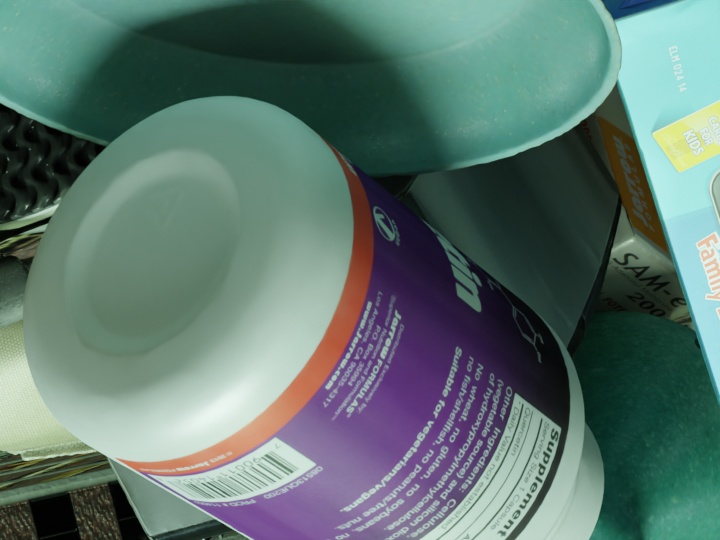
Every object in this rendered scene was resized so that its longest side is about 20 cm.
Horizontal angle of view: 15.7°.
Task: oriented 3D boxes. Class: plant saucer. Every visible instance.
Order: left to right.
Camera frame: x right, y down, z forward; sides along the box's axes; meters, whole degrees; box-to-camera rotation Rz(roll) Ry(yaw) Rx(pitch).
[{"bbox_3d":[-0.025,-0.079,0.741,0.199,0.036,0.200,4,161,1],"label":"plant saucer"}]

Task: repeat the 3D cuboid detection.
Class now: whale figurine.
[{"bbox_3d":[0.103,0.076,1.025,0.104,0.159,0.200,-54,172,14],"label":"whale figurine"}]

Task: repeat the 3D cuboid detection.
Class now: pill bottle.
[{"bbox_3d":[-0.005,0.036,0.813,0.112,0.113,0.200,-18,146,28],"label":"pill bottle"}]

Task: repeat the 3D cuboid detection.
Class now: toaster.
[{"bbox_3d":[0.000,0.000,1.004,0.199,0.119,0.181,-17,-153,30],"label":"toaster"}]

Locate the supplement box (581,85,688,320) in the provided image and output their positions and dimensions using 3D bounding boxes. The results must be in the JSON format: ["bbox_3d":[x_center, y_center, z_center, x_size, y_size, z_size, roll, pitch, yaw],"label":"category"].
[{"bbox_3d":[0.040,-0.005,1.145,0.199,0.126,0.073,-29,143,23],"label":"supplement box"}]

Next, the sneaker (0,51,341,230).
[{"bbox_3d":[-0.070,-0.058,0.892,0.199,0.071,0.093,-20,166,20],"label":"sneaker"}]

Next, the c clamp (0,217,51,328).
[{"bbox_3d":[-0.078,-0.016,0.895,0.199,0.027,0.171,-25,-161,-28],"label":"c clamp"}]

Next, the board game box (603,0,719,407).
[{"bbox_3d":[0.132,-0.021,0.904,0.047,0.201,0.151,-16,-160,10],"label":"board game box"}]

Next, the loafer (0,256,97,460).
[{"bbox_3d":[-0.124,0.035,0.923,0.199,0.076,0.068,-1,-151,25],"label":"loafer"}]
